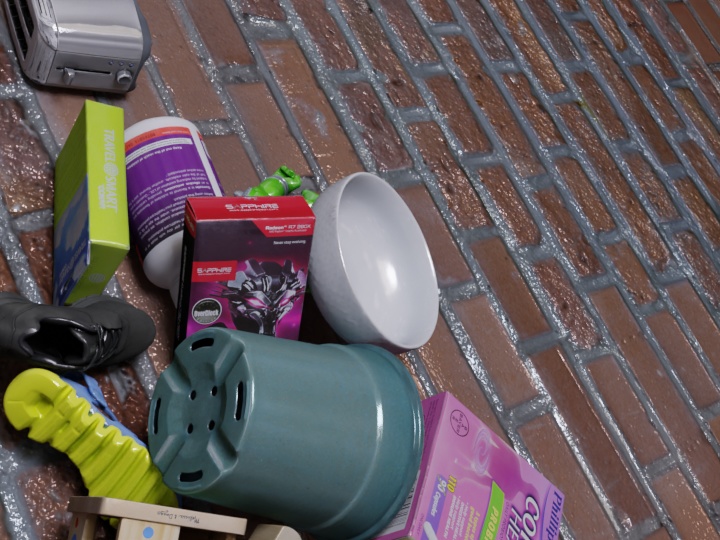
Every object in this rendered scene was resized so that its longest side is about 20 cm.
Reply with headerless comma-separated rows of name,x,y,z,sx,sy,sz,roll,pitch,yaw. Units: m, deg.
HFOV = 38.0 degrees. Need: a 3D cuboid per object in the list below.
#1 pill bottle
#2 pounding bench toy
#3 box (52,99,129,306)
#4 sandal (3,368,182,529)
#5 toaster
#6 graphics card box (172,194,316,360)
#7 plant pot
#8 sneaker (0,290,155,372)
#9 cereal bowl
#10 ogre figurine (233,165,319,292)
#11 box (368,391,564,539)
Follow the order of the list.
pill bottle,-0.197,-0.059,1.136,0.112,0.112,0.201,-7,64,-37
pounding bench toy,-0.153,0.285,0.888,0.199,0.124,0.157,15,73,-25
box,-0.279,-0.059,1.073,0.047,0.122,0.201,10,54,-29
sandal,-0.239,0.161,0.981,0.200,0.079,0.087,51,7,-7
toaster,-0.333,-0.300,1.217,0.128,0.114,0.201,-6,65,-34
graphics card box,-0.121,0.024,1.060,0.125,0.201,0.051,-3,31,-24
plant pot,-0.078,0.145,0.977,0.195,0.200,0.201,21,47,-42
sneaker,-0.263,0.066,0.980,0.199,0.090,0.077,2,101,-53
cereal bowl,0.000,0.000,1.130,0.200,0.083,0.201,39,41,-44
ogre figurine,-0.075,-0.041,1.219,0.120,0.098,0.201,-5,74,-49
box,0.103,0.263,1.082,0.200,0.096,0.176,43,43,-21
